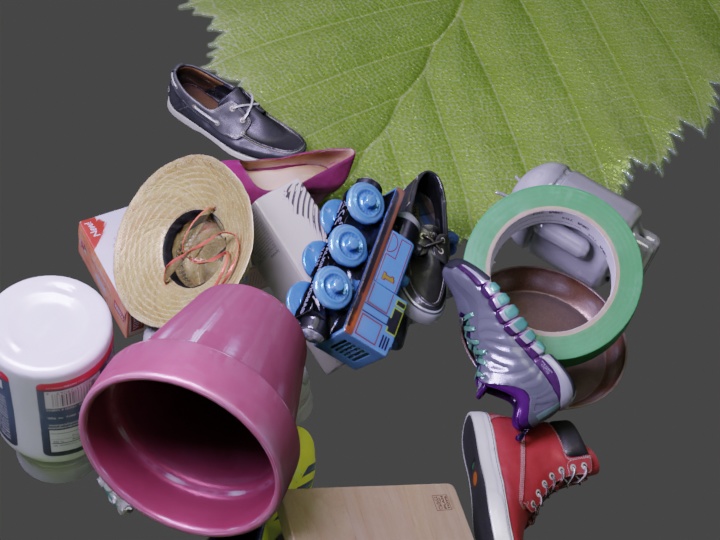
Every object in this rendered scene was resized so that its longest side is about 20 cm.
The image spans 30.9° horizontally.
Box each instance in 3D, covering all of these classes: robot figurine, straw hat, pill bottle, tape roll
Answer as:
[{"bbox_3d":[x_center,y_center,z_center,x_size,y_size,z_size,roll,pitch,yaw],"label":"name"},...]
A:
[{"bbox_3d":[0.259,-0.055,1.570,0.199,0.114,0.169,32,19,14],"label":"robot figurine"},{"bbox_3d":[-0.165,-0.017,1.392,0.085,0.201,0.202,25,31,-51],"label":"straw hat"},{"bbox_3d":[-0.296,0.113,1.255,0.118,0.201,0.120,5,48,-5],"label":"pill bottle"},{"bbox_3d":[0.213,0.007,1.456,0.198,0.048,0.203,-1,74,5],"label":"tape roll"}]

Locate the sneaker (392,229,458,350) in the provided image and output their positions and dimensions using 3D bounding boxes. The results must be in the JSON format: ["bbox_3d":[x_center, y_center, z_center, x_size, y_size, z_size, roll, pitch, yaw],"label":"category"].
[{"bbox_3d":[0.072,0.013,1.503,0.084,0.077,0.201,19,50,-1],"label":"sneaker"}]

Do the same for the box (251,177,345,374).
[{"bbox_3d":[-0.053,0.007,1.431,0.068,0.082,0.201,-32,87,-32],"label":"box"}]

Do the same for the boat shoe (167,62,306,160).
[{"bbox_3d":[-0.155,-0.192,1.627,0.199,0.068,0.072,30,50,11],"label":"boat shoe"}]

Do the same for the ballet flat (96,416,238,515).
[{"bbox_3d":[-0.164,0.195,1.312,0.198,0.072,0.072,-18,56,-16],"label":"ballet flat"}]

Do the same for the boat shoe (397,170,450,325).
[{"bbox_3d":[0.069,-0.031,1.455,0.068,0.057,0.201,16,45,-19],"label":"boat shoe"}]

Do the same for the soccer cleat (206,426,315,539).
[{"bbox_3d":[-0.093,0.227,1.284,0.064,0.084,0.201,25,51,8],"label":"soccer cleat"}]

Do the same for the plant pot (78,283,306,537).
[{"bbox_3d":[-0.137,0.116,1.220,0.198,0.201,0.180,20,40,5],"label":"plant pot"}]

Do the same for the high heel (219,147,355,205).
[{"bbox_3d":[-0.095,-0.121,1.506,0.199,0.096,0.068,2,46,-52],"label":"high heel"}]

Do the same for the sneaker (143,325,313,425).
[{"bbox_3d":[-0.136,0.086,1.380,0.198,0.100,0.078,21,50,5],"label":"sneaker"}]

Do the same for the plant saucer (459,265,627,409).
[{"bbox_3d":[0.207,0.083,1.500,0.198,0.035,0.202,7,50,-8],"label":"plant saucer"}]

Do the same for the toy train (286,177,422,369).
[{"bbox_3d":[0.000,0.000,1.367,0.114,0.086,0.201,33,59,-20],"label":"toy train"}]

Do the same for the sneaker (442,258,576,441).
[{"bbox_3d":[0.136,0.080,1.375,0.087,0.075,0.200,-36,74,-12],"label":"sneaker"}]

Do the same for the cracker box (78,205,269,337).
[{"bbox_3d":[-0.204,-0.020,1.479,0.198,0.058,0.134,-21,60,-26],"label":"cracker box"}]

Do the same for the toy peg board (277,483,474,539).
[{"bbox_3d":[0.018,0.318,1.245,0.197,0.098,0.201,3,49,-30],"label":"toy peg board"}]

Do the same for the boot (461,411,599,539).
[{"bbox_3d":[0.188,0.235,1.349,0.143,0.073,0.201,6,47,-9],"label":"boot"}]
